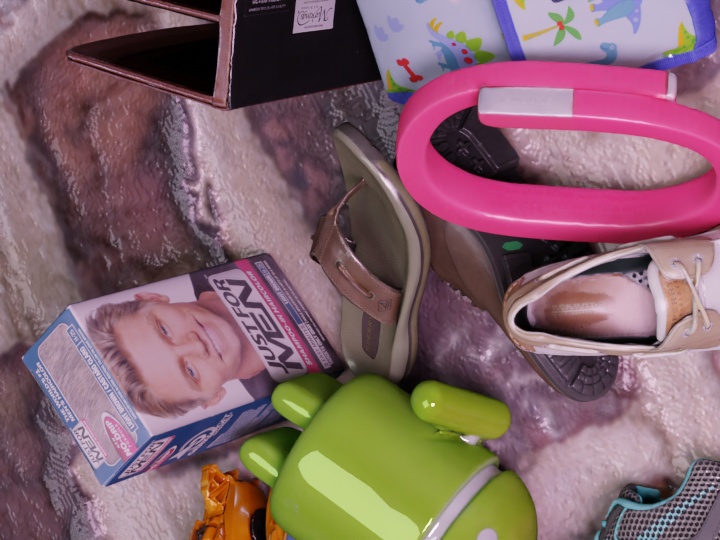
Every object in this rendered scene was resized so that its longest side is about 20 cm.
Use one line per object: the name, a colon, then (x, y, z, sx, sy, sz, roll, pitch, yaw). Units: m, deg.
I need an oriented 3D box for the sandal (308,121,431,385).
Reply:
sandal: (0.001, 0.001, 1.480, 0.080, 0.057, 0.202, 44, 146, 41)

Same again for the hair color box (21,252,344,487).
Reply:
hair color box: (-0.109, 0.059, 1.524, 0.061, 0.199, 0.100, -44, 74, 34)

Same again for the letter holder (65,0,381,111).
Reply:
letter holder: (-0.066, -0.171, 1.441, 0.141, 0.199, 0.101, 17, 110, 33)

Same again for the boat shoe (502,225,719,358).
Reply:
boat shoe: (0.178, 0.017, 1.347, 0.199, 0.068, 0.075, -12, 93, 15)

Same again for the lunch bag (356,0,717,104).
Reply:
lunch bag: (0.091, -0.188, 1.342, 0.199, 0.128, 0.171, 0, 130, 28)

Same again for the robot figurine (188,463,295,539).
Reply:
robot figurine: (-0.073, 0.216, 1.562, 0.144, 0.058, 0.201, -23, 47, 38)

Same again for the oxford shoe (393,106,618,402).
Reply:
oxford shoe: (0.088, -0.004, 1.456, 0.201, 0.072, 0.084, 59, 150, 9)

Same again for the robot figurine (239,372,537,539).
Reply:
robot figurine: (0.024, 0.143, 1.489, 0.199, 0.116, 0.176, 35, 103, 15)

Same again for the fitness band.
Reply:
fitness band: (0.119, -0.065, 1.350, 0.198, 0.144, 0.038, 5, 63, 4)

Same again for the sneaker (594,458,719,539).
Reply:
sneaker: (0.167, 0.176, 1.435, 0.199, 0.077, 0.092, -31, 66, 34)
